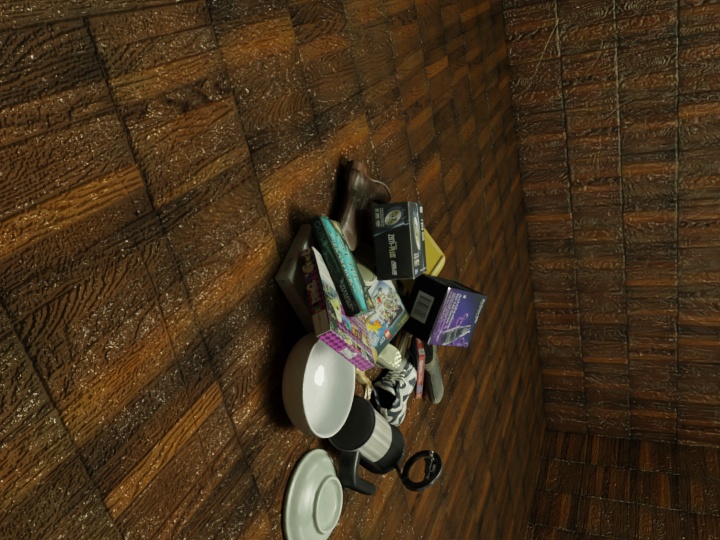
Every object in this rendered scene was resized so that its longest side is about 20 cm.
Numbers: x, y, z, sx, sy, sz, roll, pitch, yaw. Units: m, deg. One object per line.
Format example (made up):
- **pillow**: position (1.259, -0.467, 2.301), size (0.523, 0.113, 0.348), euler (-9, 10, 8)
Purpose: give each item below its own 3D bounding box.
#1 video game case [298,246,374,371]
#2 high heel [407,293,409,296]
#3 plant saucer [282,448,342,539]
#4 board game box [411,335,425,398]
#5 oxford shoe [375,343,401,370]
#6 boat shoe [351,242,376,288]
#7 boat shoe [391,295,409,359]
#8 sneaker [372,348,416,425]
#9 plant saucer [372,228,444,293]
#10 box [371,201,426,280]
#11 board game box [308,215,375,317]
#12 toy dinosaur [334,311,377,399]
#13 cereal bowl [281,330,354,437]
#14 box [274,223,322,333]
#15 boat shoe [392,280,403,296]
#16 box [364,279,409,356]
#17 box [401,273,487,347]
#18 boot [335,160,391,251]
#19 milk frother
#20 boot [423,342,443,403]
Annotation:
- **video game case**: position (-0.043, 0.076, 1.131), size (0.200, 0.035, 0.183), euler (47, 22, -54)
- **high heel**: position (0.175, 0.101, 1.660), size (0.068, 0.095, 0.202), euler (64, 36, -41)
- **plant saucer**: position (-0.081, 0.462, 1.181), size (0.199, 0.050, 0.203), euler (6, 83, -64)
- **board game box**: position (0.152, 0.244, 1.587), size (0.201, 0.019, 0.104), euler (88, -2, -48)
- **oxford shoe**: position (0.022, 0.174, 1.398), size (0.200, 0.057, 0.076), euler (44, 55, -36)
- **boat shoe**: position (0.002, 0.001, 1.341), size (0.200, 0.074, 0.067), euler (-89, -155, -63)
- **boat shoe**: position (0.097, 0.151, 1.536), size (0.073, 0.067, 0.201), euler (89, 17, -46)
- **sneaker**: position (0.083, 0.276, 1.484), size (0.130, 0.078, 0.201), euler (57, 50, -60)
- **plant saucer**: position (0.141, -0.050, 1.545), size (0.201, 0.048, 0.200), euler (52, 40, -9)
- **box**: position (0.093, -0.069, 1.355), size (0.200, 0.085, 0.167), euler (-16, 102, -75)
- **board game box**: position (-0.033, -0.007, 1.176), size (0.202, 0.028, 0.135), euler (67, 12, 6)
- **toy dinosaur**: position (-0.012, 0.175, 1.256), size (0.058, 0.100, 0.203), euler (-130, -142, -66)
- **cereal bowl**: position (-0.089, 0.212, 1.133), size (0.199, 0.082, 0.203), euler (4, 86, -64)
- **box**: position (-0.091, 0.030, 1.187), size (0.201, 0.036, 0.145), euler (66, 34, -41)
- **boat shoe**: position (0.082, 0.025, 1.508), size (0.200, 0.062, 0.074), euler (-55, 137, -51)
- **box**: position (0.025, 0.105, 1.349), size (0.200, 0.037, 0.138), euler (-44, 111, -46)
- **box**: position (0.209, 0.102, 1.489), size (0.199, 0.104, 0.150), euler (10, 102, -49)
- **boot**: position (0.002, -0.120, 1.354), size (0.186, 0.064, 0.203), euler (33, 58, -49)
- **milk frother**: position (0.055, 0.376, 1.274), size (0.188, 0.198, 0.183), euler (52, 25, -51)
- **boot**: position (0.210, 0.266, 1.756), size (0.201, 0.072, 0.184), euler (62, 31, -45)
